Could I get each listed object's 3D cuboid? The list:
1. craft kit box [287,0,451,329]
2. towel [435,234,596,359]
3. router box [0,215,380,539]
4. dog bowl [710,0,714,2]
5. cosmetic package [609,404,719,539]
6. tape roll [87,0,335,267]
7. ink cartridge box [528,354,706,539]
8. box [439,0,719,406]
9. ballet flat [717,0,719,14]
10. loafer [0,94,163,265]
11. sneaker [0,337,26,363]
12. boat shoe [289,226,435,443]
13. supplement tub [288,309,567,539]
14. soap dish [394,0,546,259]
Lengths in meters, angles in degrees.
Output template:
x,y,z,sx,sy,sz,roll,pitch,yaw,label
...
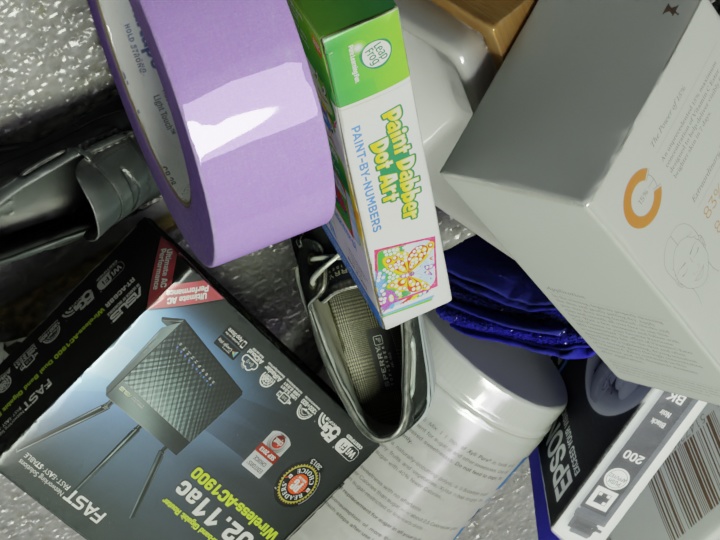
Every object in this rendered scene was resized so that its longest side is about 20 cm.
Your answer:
x,y,z,sx,sy,sz,roll,pitch,yaw,label
-0.023,-0.106,1.214,0.048,0.200,0.198,-24,137,-7,craft kit box
0.149,-0.010,1.398,0.200,0.147,0.050,-29,120,-33,towel
-0.103,0.087,1.344,0.150,0.062,0.200,-45,131,1,router box
0.163,-0.203,1.289,0.200,0.059,0.200,-30,157,-14,dog bowl
0.271,0.115,1.580,0.199,0.167,0.167,14,133,-37,cosmetic package
-0.080,-0.106,1.180,0.065,0.200,0.201,-21,136,-10,tape roll
0.145,0.078,1.480,0.043,0.198,0.200,26,114,-14,ink cartridge box
0.150,-0.036,1.218,0.200,0.097,0.125,47,67,-42,box
0.185,-0.106,1.379,0.200,0.072,0.072,-52,147,-32,ballet flat
-0.144,-0.045,1.293,0.200,0.070,0.068,-19,136,-13,loafer
-0.193,0.064,1.368,0.199,0.072,0.073,-27,127,-10,sneaker
0.000,0.000,1.351,0.072,0.071,0.201,-18,101,9,boat shoe
0.017,0.112,1.481,0.132,0.132,0.200,23,116,-41,supplement tub
0.059,-0.105,1.301,0.081,0.157,0.200,-42,139,-13,soap dish
